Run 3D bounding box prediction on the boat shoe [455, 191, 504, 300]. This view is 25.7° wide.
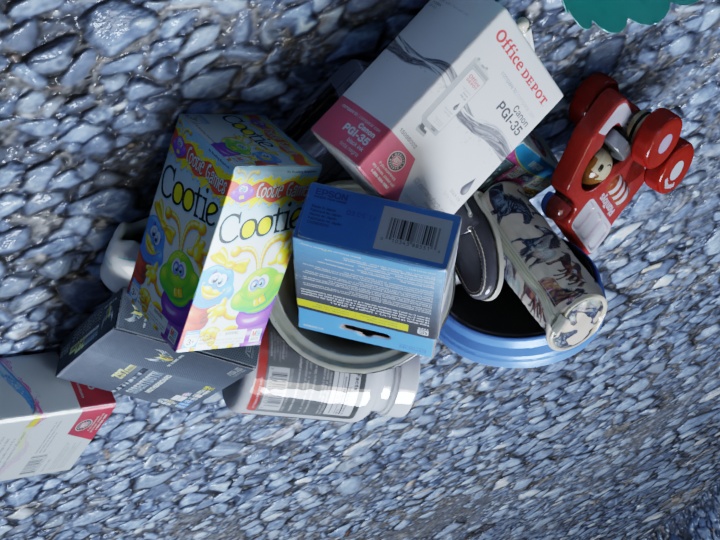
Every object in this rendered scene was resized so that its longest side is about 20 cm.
[{"bbox_3d":[0.090,-0.060,1.635,0.063,0.200,0.073,-11,171,-38],"label":"boat shoe"}]

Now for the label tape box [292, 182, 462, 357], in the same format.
[{"bbox_3d":[0.014,0.002,1.497,0.144,0.063,0.200,13,155,5],"label":"label tape box"}]

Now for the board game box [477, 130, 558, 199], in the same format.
[{"bbox_3d":[0.110,-0.092,1.752,0.200,0.064,0.148,-35,156,16],"label":"board game box"}]

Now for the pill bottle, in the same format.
[{"bbox_3d":[-0.044,0.107,1.730,0.200,0.116,0.116,7,144,-19],"label":"pill bottle"}]

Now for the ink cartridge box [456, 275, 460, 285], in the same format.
[{"bbox_3d":[0.005,0.007,1.715,0.200,0.059,0.104,-19,161,21],"label":"ink cartridge box"}]

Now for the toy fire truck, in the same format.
[{"bbox_3d":[0.271,-0.112,1.748,0.168,0.112,0.200,-55,153,-2],"label":"toy fire truck"}]

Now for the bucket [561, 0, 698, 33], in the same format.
[{"bbox_3d":[0.233,-0.316,1.345,0.207,0.135,0.207,-21,155,-11],"label":"bucket"}]

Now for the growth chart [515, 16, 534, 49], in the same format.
[{"bbox_3d":[0.105,-0.166,1.571,0.200,0.018,0.145,-31,141,-23],"label":"growth chart"}]

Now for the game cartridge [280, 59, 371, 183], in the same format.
[{"bbox_3d":[-0.022,-0.131,1.574,0.133,0.041,0.200,9,138,-48],"label":"game cartridge"}]

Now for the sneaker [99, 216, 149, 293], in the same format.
[{"bbox_3d":[-0.162,-0.029,1.593,0.200,0.070,0.080,-16,151,-23],"label":"sneaker"}]

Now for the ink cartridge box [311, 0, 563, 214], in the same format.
[{"bbox_3d":[0.074,-0.149,1.470,0.200,0.083,0.147,-47,137,-2],"label":"ink cartridge box"}]

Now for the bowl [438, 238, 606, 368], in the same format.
[{"bbox_3d":[0.172,0.026,1.751,0.200,0.201,0.039,-19,132,-16],"label":"bowl"}]

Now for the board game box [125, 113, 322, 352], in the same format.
[{"bbox_3d":[-0.132,-0.036,1.489,0.103,0.105,0.200,-4,124,-41],"label":"board game box"}]

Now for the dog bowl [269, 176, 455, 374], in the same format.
[{"bbox_3d":[0.000,0.000,1.601,0.200,0.200,0.074,-33,-175,13],"label":"dog bowl"}]

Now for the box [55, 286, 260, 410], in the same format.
[{"bbox_3d":[-0.215,0.087,1.656,0.158,0.051,0.200,19,154,-23],"label":"box"}]

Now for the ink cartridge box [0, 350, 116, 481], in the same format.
[{"bbox_3d":[-0.392,0.163,1.722,0.200,0.083,0.146,-5,148,-40],"label":"ink cartridge box"}]

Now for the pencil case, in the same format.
[{"bbox_3d":[0.185,-0.006,1.679,0.089,0.200,0.078,1,133,-39],"label":"pencil case"}]
